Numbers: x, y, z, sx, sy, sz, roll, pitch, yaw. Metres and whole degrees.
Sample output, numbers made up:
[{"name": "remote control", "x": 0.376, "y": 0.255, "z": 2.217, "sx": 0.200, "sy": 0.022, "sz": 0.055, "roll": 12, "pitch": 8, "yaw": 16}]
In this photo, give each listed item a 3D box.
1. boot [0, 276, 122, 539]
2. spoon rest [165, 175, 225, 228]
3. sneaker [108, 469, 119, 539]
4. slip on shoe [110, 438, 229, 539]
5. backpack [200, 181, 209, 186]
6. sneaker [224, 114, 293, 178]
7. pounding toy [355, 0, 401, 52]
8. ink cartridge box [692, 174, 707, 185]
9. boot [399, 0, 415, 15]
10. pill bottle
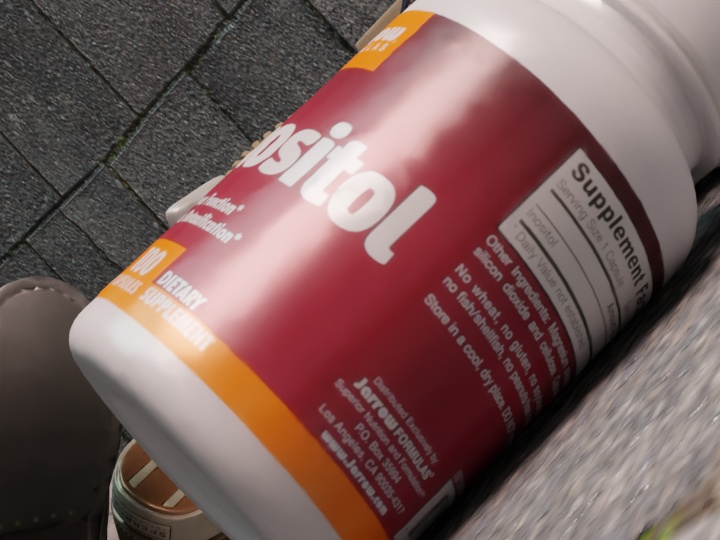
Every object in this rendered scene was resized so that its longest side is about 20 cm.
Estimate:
[{"name": "boot", "x": -0.142, "y": 0.106, "z": 0.817, "sx": 0.069, "sy": 0.201, "sz": 0.174, "roll": -2, "pitch": -2, "yaw": -12}, {"name": "spoon rest", "x": 0.000, "y": 0.000, "z": 0.835, "sx": 0.200, "sy": 0.061, "sz": 0.099, "roll": 12, "pitch": 37, "yaw": 43}, {"name": "sneaker", "x": -0.147, "y": 0.161, "z": 0.953, "sx": 0.199, "sy": 0.116, "sz": 0.074, "roll": -1, "pitch": 0, "yaw": -36}, {"name": "slip on shoe", "x": -0.037, "y": 0.072, "z": 0.870, "sx": 0.200, "sy": 0.076, "sz": 0.061, "roll": -43, "pitch": -31, "yaw": -41}, {"name": "backpack", "x": -0.013, "y": -0.033, "z": 1.357, "sx": 0.127, "sy": 0.167, "sz": 0.200, "roll": -39, "pitch": 5, "yaw": -32}, {"name": "sneaker", "x": 0.058, "y": -0.036, "z": 0.681, "sx": 0.200, "sy": 0.109, "sz": 0.070, "roll": -27, "pitch": 25, "yaw": 22}, {"name": "pounding toy", "x": 0.104, "y": -0.165, "z": 1.229, "sx": 0.200, "sy": 0.184, "sz": 0.142, "roll": -41, "pitch": 3, "yaw": 46}, {"name": "ink cartridge box", "x": 0.119, "y": -0.090, "z": 0.718, "sx": 0.200, "sy": 0.057, "sz": 0.163, "roll": -38, "pitch": 21, "yaw": 20}, {"name": "boot", "x": 0.044, "y": -0.059, "z": 0.888, "sx": 0.090, "sy": 0.073, "sz": 0.200, "roll": -50, "pitch": -37, "yaw": -24}, {"name": "pill bottle", "x": 0.022, "y": -0.009, "z": 0.549, "sx": 0.200, "sy": 0.113, "sz": 0.113, "roll": -44, "pitch": 2, "yaw": -14}]
